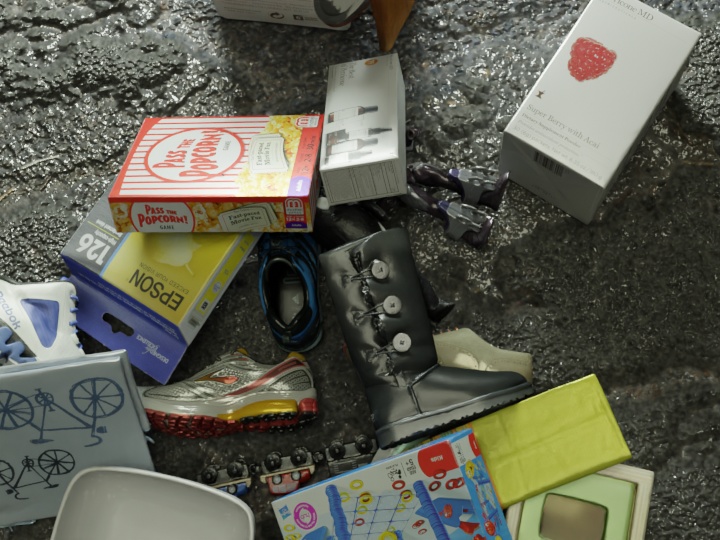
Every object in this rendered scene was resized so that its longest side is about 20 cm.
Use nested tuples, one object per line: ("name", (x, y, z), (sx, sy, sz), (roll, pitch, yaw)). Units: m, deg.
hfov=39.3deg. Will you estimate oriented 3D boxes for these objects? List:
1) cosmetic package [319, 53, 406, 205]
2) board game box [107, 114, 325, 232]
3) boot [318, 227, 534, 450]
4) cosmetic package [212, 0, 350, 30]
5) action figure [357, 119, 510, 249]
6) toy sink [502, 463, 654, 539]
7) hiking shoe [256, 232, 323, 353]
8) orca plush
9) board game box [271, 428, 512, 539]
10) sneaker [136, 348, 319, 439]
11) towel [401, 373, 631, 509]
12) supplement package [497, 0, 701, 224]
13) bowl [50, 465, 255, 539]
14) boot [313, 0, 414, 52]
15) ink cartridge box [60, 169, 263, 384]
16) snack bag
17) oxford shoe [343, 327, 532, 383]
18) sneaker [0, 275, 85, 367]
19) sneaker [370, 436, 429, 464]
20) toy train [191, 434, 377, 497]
("cosmetic package", (0.005, -0.154, 1.065), (0.082, 0.051, 0.201), (-7, 41, 8))
("board game box", (-0.140, -0.100, 1.034), (0.199, 0.047, 0.152), (-1, 39, 5))
("boot", (0.062, 0.054, 0.982), (0.164, 0.066, 0.201), (-15, 73, -13))
("cosmetic package", (-0.082, -0.405, 1.135), (0.164, 0.165, 0.201), (8, 76, 6))
("action figure", (0.055, -0.098, 1.090), (0.199, 0.069, 0.131), (19, 68, 5))
("toy sink", (0.192, 0.279, 0.959), (0.130, 0.112, 0.201), (13, 76, 8))
("hiking shoe", (-0.075, -0.016, 1.070), (0.074, 0.087, 0.201), (-13, 74, 1))
("orca plush", (0.000, 0.000, 1.051), (0.200, 0.105, 0.071), (52, 51, -12))
("board game box", (0.041, 0.270, 0.912), (0.199, 0.056, 0.197), (-25, 81, 25))
("sneaker", (-0.144, 0.127, 1.052), (0.199, 0.078, 0.083), (-3, 64, -2))
("towel", (0.142, 0.172, 0.937), (0.199, 0.018, 0.086), (-24, 69, 9))
("supplement package", (0.250, -0.176, 1.073), (0.121, 0.120, 0.201), (31, 79, 12))
("bowl", (-0.203, 0.296, 0.990), (0.198, 0.075, 0.201), (12, 88, 6))
("boot", (0.010, -0.298, 1.082), (0.068, 0.200, 0.189), (12, 72, 9))
("ink cartridge box", (-0.225, -0.012, 1.072), (0.197, 0.047, 0.201), (26, 76, 31))
("snack bag", (-0.300, 0.172, 1.008), (0.187, 0.201, 0.021), (-9, 32, 1))
("oxford shoe", (0.082, 0.094, 1.047), (0.199, 0.071, 0.074), (18, 63, 2))
("sneaker", (-0.315, 0.072, 1.046), (0.199, 0.080, 0.115), (41, 55, -13))
("sneaker", (0.055, 0.240, 0.998), (0.118, 0.074, 0.201), (27, 88, 17))
("toy train", (-0.077, 0.209, 1.040), (0.199, 0.034, 0.046), (-11, 87, 0))
